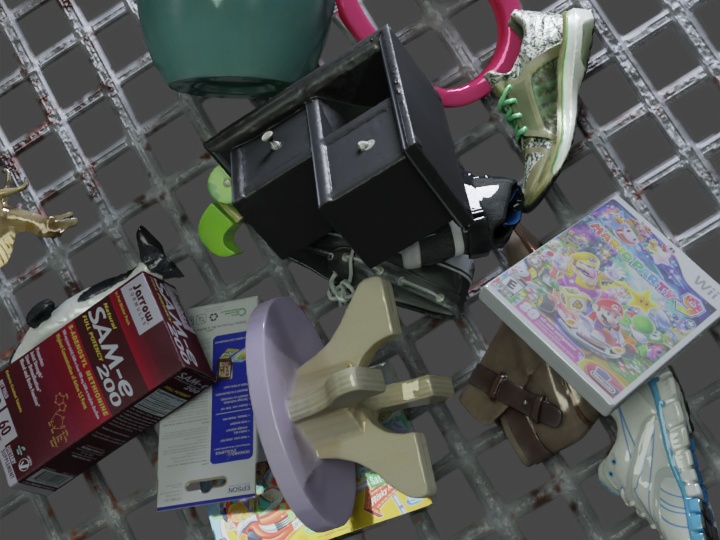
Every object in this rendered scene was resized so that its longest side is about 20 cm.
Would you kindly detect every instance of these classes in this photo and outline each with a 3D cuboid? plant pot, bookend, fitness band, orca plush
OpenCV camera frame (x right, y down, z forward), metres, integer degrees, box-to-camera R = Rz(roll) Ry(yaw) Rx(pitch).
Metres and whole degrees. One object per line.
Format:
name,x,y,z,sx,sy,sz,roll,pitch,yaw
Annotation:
plant pot,-0.115,-0.245,1.334,0.200,0.201,0.162,0,87,13
bookend,-0.025,-0.077,1.209,0.200,0.092,0.199,-30,34,16
fitness band,0.060,-0.240,1.319,0.144,0.037,0.200,-46,105,-7
orca plush,-0.256,0.030,1.367,0.200,0.105,0.071,-51,30,23

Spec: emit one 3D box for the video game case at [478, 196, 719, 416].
video game case,0.210,0.024,1.219,0.143,0.018,0.200,44,48,17

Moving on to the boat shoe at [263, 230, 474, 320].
boat shoe,0.000,0.001,1.313,0.198,0.074,0.068,16,68,7

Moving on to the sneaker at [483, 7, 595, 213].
sneaker,0.149,-0.148,1.303,0.088,0.077,0.201,12,73,1

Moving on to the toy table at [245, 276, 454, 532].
toy table,-0.010,0.106,1.213,0.117,0.184,0.201,-20,86,25

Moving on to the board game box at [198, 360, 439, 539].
board game box,-0.045,0.178,1.306,0.199,0.034,0.135,-21,74,8

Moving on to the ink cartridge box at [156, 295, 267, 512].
ink cartridge box,-0.131,0.122,1.305,0.094,0.037,0.201,-10,56,14

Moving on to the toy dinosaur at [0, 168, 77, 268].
toy dinosaur,-0.381,-0.040,1.419,0.199,0.058,0.102,-21,76,8

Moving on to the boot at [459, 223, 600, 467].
boot,0.140,0.065,1.272,0.146,0.070,0.200,-49,51,15

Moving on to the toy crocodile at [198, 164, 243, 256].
toy crocodile,-0.080,-0.099,1.357,0.062,0.068,0.200,44,93,10

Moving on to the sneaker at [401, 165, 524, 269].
sneaker,0.086,-0.071,1.280,0.111,0.073,0.200,-5,37,3

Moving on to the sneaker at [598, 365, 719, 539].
sneaker,0.247,0.186,1.224,0.086,0.075,0.201,-16,67,16

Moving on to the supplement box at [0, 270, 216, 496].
supplement box,-0.238,0.103,1.303,0.200,0.061,0.109,-35,62,11
